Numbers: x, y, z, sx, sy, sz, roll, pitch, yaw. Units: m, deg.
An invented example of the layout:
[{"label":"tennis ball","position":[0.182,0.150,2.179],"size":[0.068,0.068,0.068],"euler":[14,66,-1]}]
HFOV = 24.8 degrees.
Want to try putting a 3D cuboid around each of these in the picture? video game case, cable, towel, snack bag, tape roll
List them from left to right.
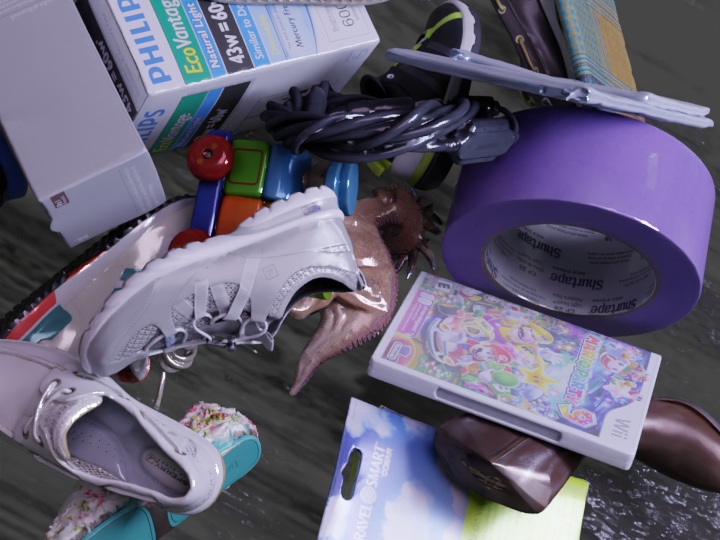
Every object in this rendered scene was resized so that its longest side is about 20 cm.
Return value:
[{"label":"cable","position":[0.010,-0.111,1.163],"size":[0.200,0.163,0.051],"euler":[-14,116,-53]},{"label":"video game case","position":[0.118,0.070,1.222],"size":[0.199,0.018,0.143],"euler":[20,31,8]},{"label":"snack bag","position":[0.138,-0.140,1.215],"size":[0.200,0.188,0.021],"euler":[2,103,-52]},{"label":"tape roll","position":[0.167,-0.034,1.253],"size":[0.200,0.200,0.085],"euler":[22,60,-12]},{"label":"towel","position":[0.196,-0.210,1.401],"size":[0.147,0.022,0.201],"euler":[21,54,-59]}]

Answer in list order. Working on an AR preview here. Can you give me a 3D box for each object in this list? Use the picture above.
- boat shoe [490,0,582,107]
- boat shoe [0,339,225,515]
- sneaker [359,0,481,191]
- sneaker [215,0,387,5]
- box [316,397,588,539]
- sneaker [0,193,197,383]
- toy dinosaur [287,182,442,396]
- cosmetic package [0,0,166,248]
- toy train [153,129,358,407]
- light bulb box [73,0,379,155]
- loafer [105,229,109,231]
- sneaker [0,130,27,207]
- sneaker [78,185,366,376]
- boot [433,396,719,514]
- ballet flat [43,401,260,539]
[{"label":"boat shoe","position":[0.159,-0.175,1.396],"size":[0.072,0.060,0.202],"euler":[4,66,-68]},{"label":"boat shoe","position":[-0.183,0.097,1.058],"size":[0.200,0.069,0.071],"euler":[23,87,9]},{"label":"sneaker","position":[0.044,-0.154,1.317],"size":[0.083,0.072,0.200],"euler":[19,50,-11]},{"label":"sneaker","position":[-0.062,-0.243,1.186],"size":[0.199,0.071,0.080],"euler":[1,63,-28]},{"label":"box","position":[0.064,0.183,1.205],"size":[0.199,0.048,0.122],"euler":[21,61,-13]},{"label":"sneaker","position":[-0.172,0.028,1.173],"size":[0.200,0.070,0.094],"euler":[-42,103,-32]},{"label":"toy dinosaur","position":[0.000,0.000,1.236],"size":[0.135,0.086,0.201],"euler":[15,63,-16]},{"label":"cosmetic package","position":[-0.215,-0.128,1.128],"size":[0.090,0.107,0.200],"euler":[-28,77,-7]},{"label":"toy train","position":[-0.070,0.005,1.138],"size":[0.115,0.085,0.201],"euler":[4,72,14]},{"label":"light bulb box","position":[-0.127,-0.210,1.253],"size":[0.200,0.125,0.199],"euler":[-18,76,-29]},{"label":"loafer","position":[-0.236,-0.114,1.212],"size":[0.072,0.063,0.200],"euler":[-28,75,-7]},{"label":"sneaker","position":[-0.318,-0.124,1.168],"size":[0.078,0.070,0.200],"euler":[-28,82,-37]},{"label":"sneaker","position":[-0.088,0.021,1.062],"size":[0.200,0.075,0.082],"euler":[-29,79,-8]},{"label":"boot","position":[0.170,0.140,1.204],"size":[0.186,0.064,0.200],"euler":[31,30,22]},{"label":"ballet flat","position":[-0.156,0.155,1.126],"size":[0.064,0.076,0.200],"euler":[34,49,31]}]
